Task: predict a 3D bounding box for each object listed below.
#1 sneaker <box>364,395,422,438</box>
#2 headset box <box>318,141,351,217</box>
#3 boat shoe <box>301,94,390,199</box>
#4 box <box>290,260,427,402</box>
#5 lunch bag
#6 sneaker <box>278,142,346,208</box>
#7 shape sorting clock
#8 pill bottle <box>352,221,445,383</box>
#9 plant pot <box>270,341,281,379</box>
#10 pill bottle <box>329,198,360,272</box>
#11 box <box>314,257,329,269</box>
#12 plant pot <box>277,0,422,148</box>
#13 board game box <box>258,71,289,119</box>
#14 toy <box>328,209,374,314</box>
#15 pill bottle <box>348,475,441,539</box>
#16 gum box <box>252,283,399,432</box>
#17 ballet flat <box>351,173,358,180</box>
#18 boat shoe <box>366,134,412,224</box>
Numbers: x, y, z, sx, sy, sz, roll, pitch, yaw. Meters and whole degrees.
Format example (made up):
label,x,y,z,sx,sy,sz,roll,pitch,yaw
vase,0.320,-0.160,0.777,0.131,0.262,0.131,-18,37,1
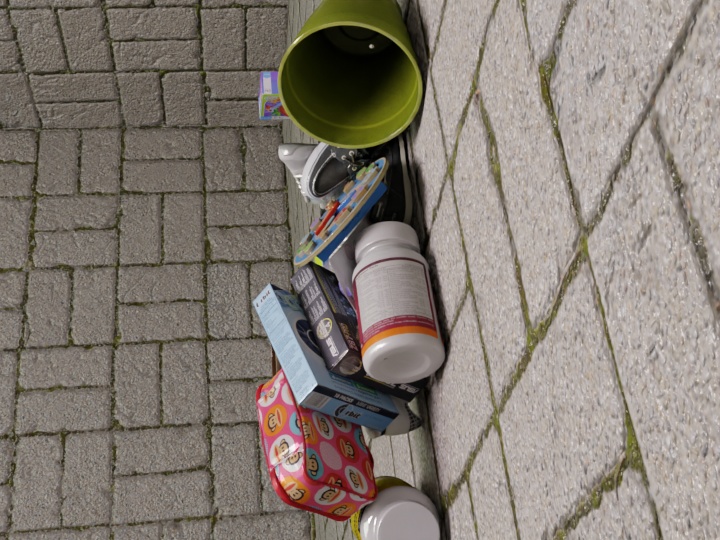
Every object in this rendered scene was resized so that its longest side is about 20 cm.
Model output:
label,x,y,z,sx,sy,sz,roll,pitch,yaw
sneaker,0.030,0.162,1.510,0.077,0.080,0.201,102,156,-52
headset box,-0.026,-0.203,1.848,0.174,0.092,0.202,135,133,-80
boat shoe,-0.009,-0.183,1.491,0.069,0.200,0.057,43,177,-36
box,-0.003,0.086,1.435,0.049,0.161,0.200,-47,41,18
lunch bag,-0.051,0.236,1.370,0.082,0.176,0.201,-40,44,25
sneaker,-0.069,-0.148,1.566,0.200,0.070,0.081,25,-108,-65
shape sorting clock,-0.030,-0.085,1.432,0.200,0.039,0.200,-45,16,17
pill bottle,0.046,0.040,1.343,0.110,0.109,0.201,99,166,-53
plant pot,-0.056,0.135,1.772,0.187,0.198,0.188,178,90,-83
pill bottle,0.006,-0.015,1.605,0.114,0.113,0.202,-132,41,-77
box,-0.013,0.036,1.704,0.048,0.121,0.201,150,118,-66
plant pot,-0.006,-0.314,1.435,0.194,0.199,0.201,-82,-1,-47
board game box,-0.092,-0.333,1.903,0.134,0.198,0.045,122,144,-76
toy,0.000,0.000,1.459,0.116,0.047,0.200,62,-149,-14
pill bottle,0.049,0.352,1.394,0.200,0.112,0.113,144,124,-80
gum box,-0.050,0.123,1.406,0.045,0.169,0.200,-46,46,18
ballet flat,0.013,-0.185,1.624,0.200,0.074,0.075,-106,16,-59
boat shoe,0.036,-0.159,1.525,0.072,0.067,0.201,99,168,-61
